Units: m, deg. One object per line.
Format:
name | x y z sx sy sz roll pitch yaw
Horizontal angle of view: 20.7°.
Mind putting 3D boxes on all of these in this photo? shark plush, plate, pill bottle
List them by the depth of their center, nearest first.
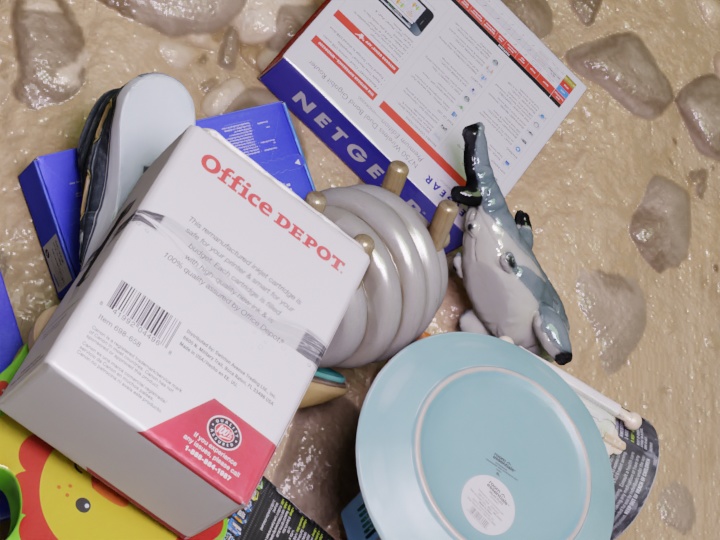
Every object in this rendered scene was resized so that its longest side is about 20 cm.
plate | 0.090 0.131 1.305 0.200 0.026 0.201 13 62 -25
pill bottle | 0.109 0.115 1.425 0.200 0.106 0.106 28 64 -17
shark plush | 0.102 -0.013 1.462 0.083 0.091 0.200 -45 112 -45

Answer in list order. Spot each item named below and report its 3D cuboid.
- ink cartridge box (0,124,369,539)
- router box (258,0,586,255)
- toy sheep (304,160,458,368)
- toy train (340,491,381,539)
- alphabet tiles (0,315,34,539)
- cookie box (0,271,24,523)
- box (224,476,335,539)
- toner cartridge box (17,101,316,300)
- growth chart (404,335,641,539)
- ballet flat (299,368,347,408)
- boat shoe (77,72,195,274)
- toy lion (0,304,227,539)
ink cartridge box | -0.102 0.035 1.188 0.144 0.084 0.200 38 54 -13
router box | 0.050 -0.144 1.505 0.200 0.049 0.180 44 61 -9
toy sheep | 0.000 0.000 1.368 0.200 0.138 0.138 -18 84 -43
toy train | 0.080 0.213 1.379 0.200 0.087 0.114 30 25 -30
alphabet tiles | -0.246 0.108 1.303 0.200 0.008 0.168 21 66 -21
cookie box | -0.298 0.076 1.236 0.171 0.075 0.201 -13 81 -32
box | -0.055 0.238 1.287 0.193 0.047 0.200 45 28 -12
toner cartridge box | -0.131 -0.051 1.388 0.200 0.043 0.095 -15 83 -30
growth chart | 0.108 0.138 1.337 0.145 0.018 0.200 35 55 -12
ballet flat | -0.106 0.068 1.363 0.200 0.069 0.063 22 94 -20
boat shoe | -0.154 -0.028 1.302 0.071 0.091 0.201 12 85 -23
toy lion | -0.184 0.131 1.178 0.200 0.069 0.192 -25 75 -35
